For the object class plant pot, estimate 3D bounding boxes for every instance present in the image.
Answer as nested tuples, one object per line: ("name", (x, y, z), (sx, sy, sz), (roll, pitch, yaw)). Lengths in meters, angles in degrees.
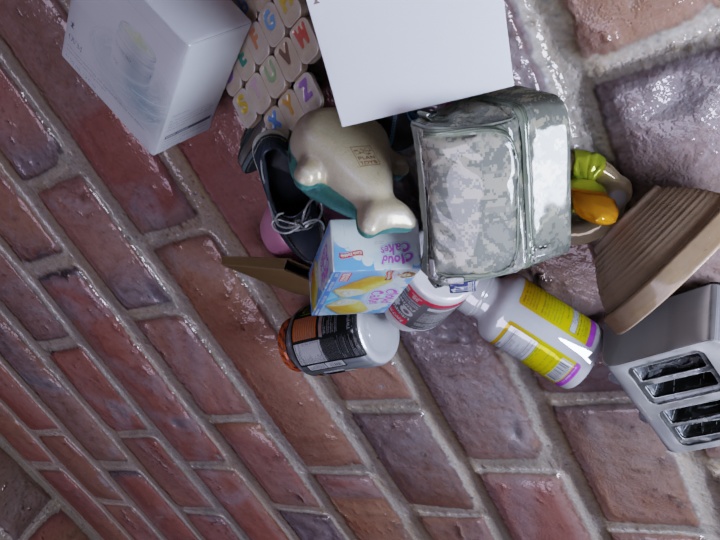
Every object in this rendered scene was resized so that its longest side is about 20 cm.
("plant pot", (0.337, -0.030, 0.805), (0.093, 0.199, 0.202), (47, 138, 13))

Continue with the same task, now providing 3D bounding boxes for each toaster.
("toaster", (0.442, 0.129, 0.922), (0.198, 0.120, 0.182), (-25, 114, 42))

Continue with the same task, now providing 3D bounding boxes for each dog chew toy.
("dog chew toy", (-0.051, -0.052, 1.057), (0.196, 0.126, 0.125), (25, 137, -5))

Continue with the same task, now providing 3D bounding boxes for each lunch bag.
("lunch bag", (0.139, -0.093, 0.799), (0.139, 0.164, 0.205), (-134, 33, -60))

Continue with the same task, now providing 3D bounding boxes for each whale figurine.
("whale figurine", (-0.012, -0.103, 0.838), (0.202, 0.156, 0.105), (58, 143, 31))

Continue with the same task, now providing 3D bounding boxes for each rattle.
("rattle", (0.248, -0.038, 0.879), (0.128, 0.146, 0.200), (22, 133, -26))

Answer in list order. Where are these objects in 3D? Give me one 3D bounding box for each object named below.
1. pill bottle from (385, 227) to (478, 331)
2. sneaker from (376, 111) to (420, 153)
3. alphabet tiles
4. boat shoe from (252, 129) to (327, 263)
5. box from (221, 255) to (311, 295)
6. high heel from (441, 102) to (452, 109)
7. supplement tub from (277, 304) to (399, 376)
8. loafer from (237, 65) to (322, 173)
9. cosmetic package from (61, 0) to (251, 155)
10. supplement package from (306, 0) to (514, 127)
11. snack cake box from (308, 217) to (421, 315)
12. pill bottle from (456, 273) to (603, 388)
("pill bottle", (0.093, 0.022, 1.014), (0.109, 0.112, 0.201), (31, 157, 1))
("sneaker", (0.018, -0.243, 0.892), (0.080, 0.074, 0.202), (-21, 121, 20))
("alphabet tiles", (-0.120, -0.273, 0.909), (0.199, 0.014, 0.200), (-29, 83, 48))
("boat shoe", (-0.088, -0.088, 0.939), (0.073, 0.062, 0.204), (-17, 121, -3))
("box", (-0.108, 0.012, 1.111), (0.161, 0.022, 0.198), (24, 169, -37))
("high heel", (0.133, -0.123, 0.912), (0.094, 0.068, 0.203), (26, 142, 21))
("supplement tub", (-0.041, 0.110, 1.186), (0.197, 0.123, 0.124), (-15, 120, 39))
("loafer", (-0.124, -0.222, 0.995), (0.063, 0.071, 0.200), (52, 129, 7))
("cosmetic package", (-0.276, -0.307, 0.929), (0.200, 0.123, 0.201), (46, 135, 6))
("supplement package", (0.055, -0.270, 0.758), (0.194, 0.112, 0.159), (-10, 125, 11))
("snack cake box", (0.000, 0.000, 0.924), (0.112, 0.069, 0.200), (-1, 161, -12))
("pill bottle", (0.238, 0.075, 1.002), (0.197, 0.105, 0.105), (32, 137, 0))
